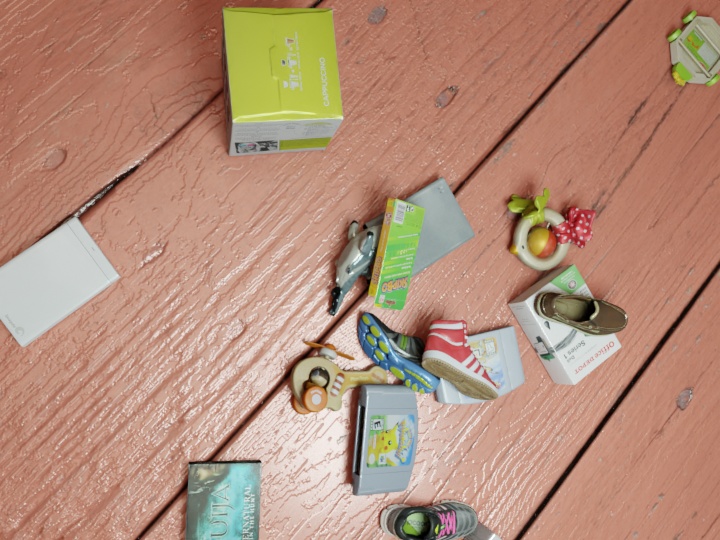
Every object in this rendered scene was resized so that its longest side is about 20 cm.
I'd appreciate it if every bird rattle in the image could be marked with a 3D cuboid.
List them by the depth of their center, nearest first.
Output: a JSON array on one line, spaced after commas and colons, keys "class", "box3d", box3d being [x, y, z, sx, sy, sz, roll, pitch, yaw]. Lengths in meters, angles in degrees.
[{"class": "bird rattle", "box3d": [0.393, -0.081, 1.343, 0.197, 0.112, 0.166, 26, 90, -23]}]

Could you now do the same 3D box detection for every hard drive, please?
[{"class": "hard drive", "box3d": [-0.546, 0.018, 1.114, 0.199, 0.027, 0.133, -38, 94, -14]}, {"class": "hard drive", "box3d": [0.119, -0.080, 1.287, 0.198, 0.033, 0.141, -31, 92, -15]}]

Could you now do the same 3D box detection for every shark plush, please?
[{"class": "shark plush", "box3d": [0.000, 0.000, 1.216, 0.082, 0.090, 0.203, 28, 83, -31]}]

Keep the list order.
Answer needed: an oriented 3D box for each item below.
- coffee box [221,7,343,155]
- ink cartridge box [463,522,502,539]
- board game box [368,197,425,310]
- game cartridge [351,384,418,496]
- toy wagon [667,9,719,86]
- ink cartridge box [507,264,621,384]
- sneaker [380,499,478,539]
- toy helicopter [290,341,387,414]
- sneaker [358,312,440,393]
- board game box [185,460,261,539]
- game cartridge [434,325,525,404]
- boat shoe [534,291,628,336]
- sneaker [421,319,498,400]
[{"class": "coffee box", "box3d": [-0.150, -0.340, 1.163, 0.195, 0.198, 0.205, -5, 85, -14]}, {"class": "ink cartridge box", "box3d": [0.234, 0.617, 1.213, 0.144, 0.084, 0.201, 41, 76, -7]}, {"class": "board game box", "box3d": [0.069, -0.028, 1.208, 0.095, 0.030, 0.205, 10, 90, -48]}, {"class": "game cartridge", "box3d": [0.050, 0.320, 1.204, 0.131, 0.040, 0.205, 7, 87, -36]}, {"class": "toy wagon", "box3d": [0.791, -0.509, 1.498, 0.155, 0.040, 0.200, 45, 77, -5]}, {"class": "ink cartridge box", "box3d": [0.425, 0.114, 1.315, 0.145, 0.084, 0.202, -33, 92, -15]}, {"class": "sneaker", "box3d": [0.140, 0.483, 1.203, 0.195, 0.087, 0.076, 6, 82, -13]}, {"class": "toy helicopter", "box3d": [-0.039, 0.199, 1.209, 0.196, 0.079, 0.135, 1, 75, -25]}, {"class": "sneaker", "box3d": [0.076, 0.156, 1.237, 0.198, 0.071, 0.083, 39, 39, 6]}, {"class": "board game box", "box3d": [-0.248, 0.450, 1.141, 0.132, 0.028, 0.205, 3, 83, -15]}, {"class": "game cartridge", "box3d": [0.237, 0.198, 1.286, 0.196, 0.042, 0.136, -11, 83, -15]}, {"class": "boat shoe", "box3d": [0.445, 0.087, 1.240, 0.198, 0.075, 0.077, 8, 82, -13]}, {"class": "sneaker", "box3d": [0.201, 0.168, 1.226, 0.199, 0.071, 0.114, 35, 49, -29]}]
